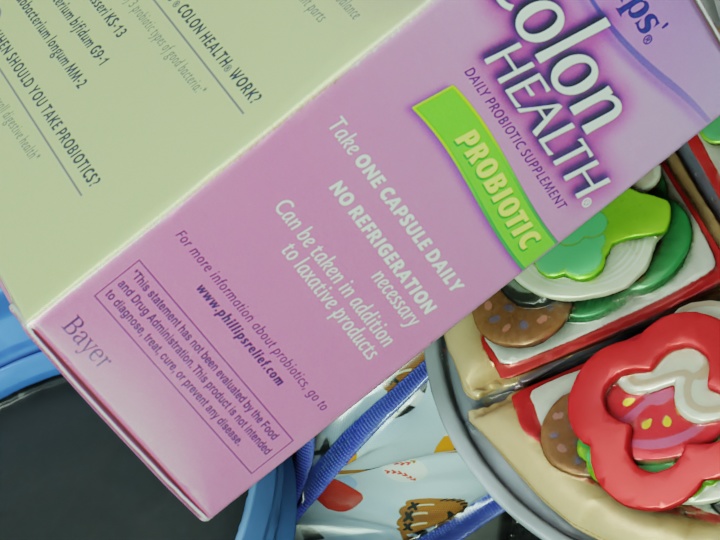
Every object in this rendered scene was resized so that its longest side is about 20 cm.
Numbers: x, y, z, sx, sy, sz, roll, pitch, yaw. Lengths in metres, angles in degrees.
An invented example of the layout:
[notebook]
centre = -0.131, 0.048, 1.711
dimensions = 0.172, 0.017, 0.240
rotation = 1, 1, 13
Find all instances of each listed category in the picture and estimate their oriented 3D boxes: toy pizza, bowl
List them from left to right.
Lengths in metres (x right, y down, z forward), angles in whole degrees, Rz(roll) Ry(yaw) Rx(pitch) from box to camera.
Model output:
[bowl]
centre = -0.108, 0.090, 0.826
dimensions = 0.200, 0.039, 0.201
rotation = -19, 45, 20
[toy pizza]
centre = 0.113, 0.000, 0.765
dimensions = 0.199, 0.032, 0.201
rotation = -8, 54, 12

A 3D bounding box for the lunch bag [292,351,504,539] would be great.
[lunch bag]
centre = 0.000, 0.000, 0.910
dimensions = 0.200, 0.124, 0.170
rotation = -40, 52, 12

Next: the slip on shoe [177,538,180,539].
[slip on shoe]
centre = -0.078, 0.105, 0.875
dimensions = 0.060, 0.076, 0.200
rotation = -15, 31, -21

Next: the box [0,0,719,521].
[box]
centre = -0.022, -0.060, 0.795
dimensions = 0.200, 0.097, 0.176
rotation = -39, 39, 0

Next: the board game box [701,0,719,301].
[board game box]
centre = 0.179, -0.004, 0.807
dimensions = 0.152, 0.040, 0.201
rotation = -2, 54, 5
